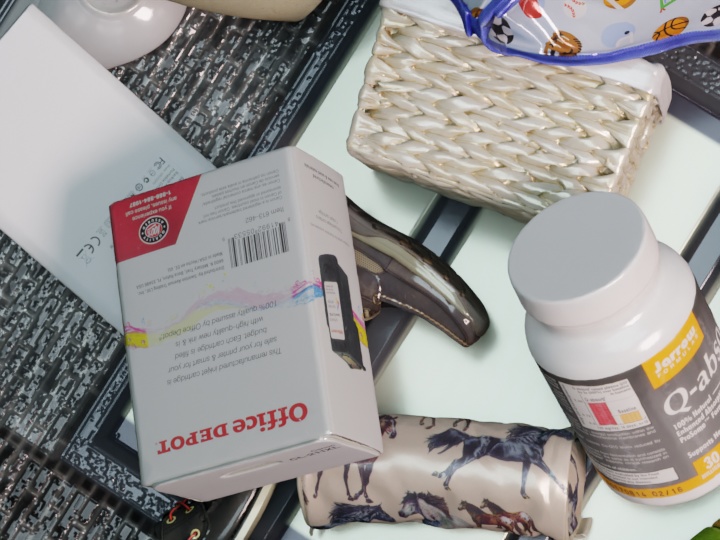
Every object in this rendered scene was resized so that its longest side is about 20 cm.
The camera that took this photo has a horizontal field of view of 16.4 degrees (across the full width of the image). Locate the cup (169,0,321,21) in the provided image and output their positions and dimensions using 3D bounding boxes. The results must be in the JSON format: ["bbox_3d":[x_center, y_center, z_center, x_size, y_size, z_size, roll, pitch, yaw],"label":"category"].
[{"bbox_3d":[-0.073,-0.252,1.719,0.143,0.200,0.201,34,88,-13],"label":"cup"}]

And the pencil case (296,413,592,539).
[{"bbox_3d":[0.058,0.142,1.688,0.198,0.090,0.078,3,46,8],"label":"pencil case"}]

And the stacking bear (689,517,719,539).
[{"bbox_3d":[0.264,0.196,1.640,0.114,0.122,0.200,43,82,13],"label":"stacking bear"}]

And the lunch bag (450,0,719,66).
[{"bbox_3d":[0.134,-0.222,1.610,0.199,0.124,0.170,-14,46,-15],"label":"lunch bag"}]

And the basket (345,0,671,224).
[{"bbox_3d":[0.098,-0.103,1.690,0.199,0.136,0.124,20,89,10],"label":"basket"}]

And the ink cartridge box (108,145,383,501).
[{"bbox_3d":[-0.077,0.039,1.653,0.145,0.083,0.201,-16,71,22],"label":"ink cartridge box"}]

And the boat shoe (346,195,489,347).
[{"bbox_3d":[0.000,0.000,1.725,0.200,0.074,0.074,36,98,20],"label":"boat shoe"}]

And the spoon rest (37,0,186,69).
[{"bbox_3d":[-0.213,-0.170,1.787,0.200,0.061,0.100,-37,80,-12],"label":"spoon rest"}]

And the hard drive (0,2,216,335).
[{"bbox_3d":[-0.197,-0.070,1.740,0.200,0.026,0.132,42,89,-12],"label":"hard drive"}]

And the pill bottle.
[{"bbox_3d":[0.174,0.051,1.613,0.116,0.200,0.117,-17,42,16],"label":"pill bottle"}]

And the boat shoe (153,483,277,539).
[{"bbox_3d":[-0.112,0.187,1.706,0.063,0.074,0.202,32,92,3],"label":"boat shoe"}]
